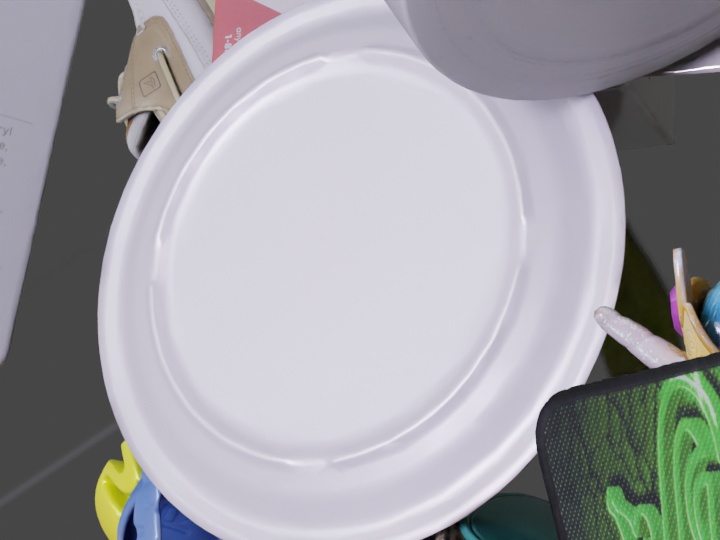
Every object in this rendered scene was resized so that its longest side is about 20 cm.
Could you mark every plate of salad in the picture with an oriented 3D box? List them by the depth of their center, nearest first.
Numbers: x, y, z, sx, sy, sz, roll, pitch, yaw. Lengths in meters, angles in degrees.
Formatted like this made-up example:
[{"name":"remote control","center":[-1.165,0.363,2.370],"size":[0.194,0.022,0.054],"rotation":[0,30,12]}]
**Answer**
[{"name":"plate of salad","center":[0.000,0.000,0.812],"size":[0.199,0.048,0.202],"rotation":[-9,69,26]}]

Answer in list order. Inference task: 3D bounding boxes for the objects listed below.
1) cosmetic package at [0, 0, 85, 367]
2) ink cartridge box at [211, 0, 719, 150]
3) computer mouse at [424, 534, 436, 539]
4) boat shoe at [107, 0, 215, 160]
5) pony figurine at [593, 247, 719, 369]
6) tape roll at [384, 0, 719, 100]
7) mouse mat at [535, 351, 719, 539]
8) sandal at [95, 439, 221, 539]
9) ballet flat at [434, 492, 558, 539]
[{"name":"cosmetic package","center":[-0.227,-0.068,1.047],"size":[0.167,0.165,0.202],"rotation":[168,115,-67]},{"name":"ink cartridge box","center":[0.050,-0.102,0.875],"size":[0.198,0.067,0.117],"rotation":[-5,72,22]},{"name":"computer mouse","center":[-0.011,0.160,0.823],"size":[0.137,0.053,0.200],"rotation":[2,33,13]},{"name":"boat shoe","center":[-0.069,-0.072,0.987],"size":[0.068,0.075,0.200],"rotation":[-36,51,1]},{"name":"pony figurine","center":[0.153,0.100,0.668],"size":[0.191,0.167,0.202],"rotation":[8,108,16]},{"name":"tape roll","center":[0.066,-0.170,0.738],"size":[0.203,0.202,0.140],"rotation":[-46,58,22]},{"name":"mouse mat","center":[0.117,0.118,0.616],"size":[0.160,0.007,0.202],"rotation":[-18,81,50]},{"name":"sandal","center":[-0.034,0.051,0.899],"size":[0.087,0.079,0.201],"rotation":[-107,38,-60]},{"name":"ballet flat","center":[0.037,0.118,0.757],"size":[0.068,0.200,0.067],"rotation":[37,101,8]}]
